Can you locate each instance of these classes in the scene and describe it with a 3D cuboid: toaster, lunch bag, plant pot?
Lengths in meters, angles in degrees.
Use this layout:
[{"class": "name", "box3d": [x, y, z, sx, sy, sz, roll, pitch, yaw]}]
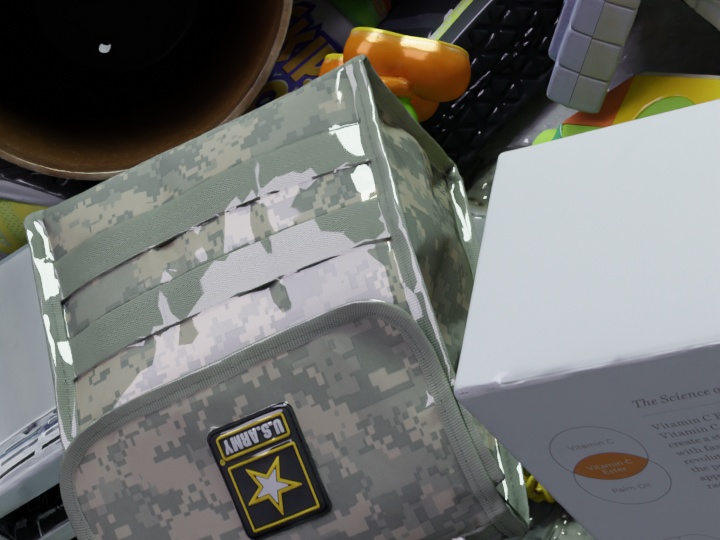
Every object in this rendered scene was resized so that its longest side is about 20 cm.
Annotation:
[{"class": "toaster", "box3d": [-0.124, 0.060, 1.297, 0.199, 0.114, 0.130, -30, 44, 14]}, {"class": "lunch bag", "box3d": [-0.031, 0.045, 1.104, 0.163, 0.118, 0.201, -24, 55, 15]}, {"class": "plant pot", "box3d": [-0.124, -0.142, 1.381, 0.187, 0.187, 0.200, -43, 4, 2]}]

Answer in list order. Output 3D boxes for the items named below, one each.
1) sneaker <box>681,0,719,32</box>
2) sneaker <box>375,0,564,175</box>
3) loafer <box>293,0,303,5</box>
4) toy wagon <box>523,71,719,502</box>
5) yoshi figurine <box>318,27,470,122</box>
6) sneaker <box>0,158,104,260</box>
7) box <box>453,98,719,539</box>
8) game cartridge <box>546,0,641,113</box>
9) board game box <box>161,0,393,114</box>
[{"class": "sneaker", "box3d": [0.184, -0.126, 1.196, 0.073, 0.080, 0.200, -2, 38, -16]}, {"class": "sneaker", "box3d": [0.026, -0.084, 1.337, 0.200, 0.072, 0.083, -38, 28, -1]}, {"class": "loafer", "box3d": [-0.043, -0.189, 1.472, 0.063, 0.072, 0.200, -23, 27, -8]}, {"class": "toy wagon", "box3d": [0.113, 0.005, 1.196, 0.155, 0.040, 0.201, 7, 61, 44]}, {"class": "yoshi figurine", "box3d": [0.014, 0.004, 1.229, 0.111, 0.112, 0.201, 4, 78, 38]}, {"class": "sneaker", "box3d": [-0.178, -0.017, 1.438, 0.199, 0.078, 0.091, 1, 101, 51]}, {"class": "box", "box3d": [0.152, 0.040, 1.008, 0.152, 0.200, 0.107, -12, 49, 32]}, {"class": "game cartridge", "box3d": [0.125, -0.176, 1.258, 0.201, 0.038, 0.130, -70, 2, -47]}, {"class": "board game box", "box3d": [-0.054, -0.085, 1.429, 0.199, 0.030, 0.096, -32, 41, 11]}]
